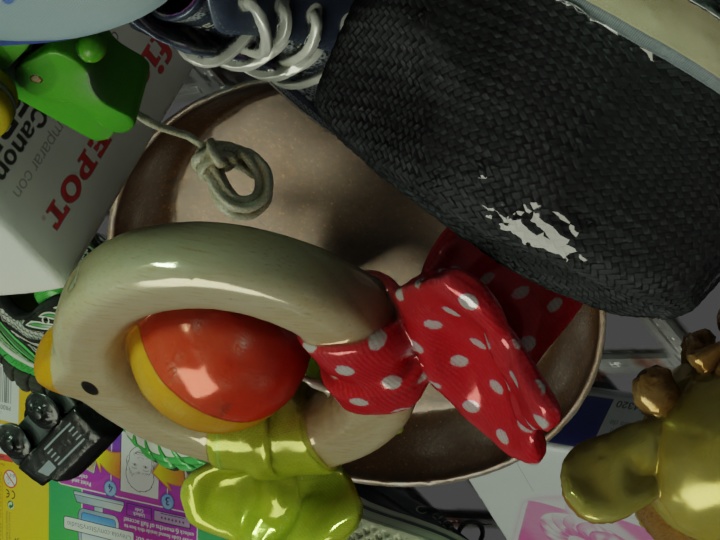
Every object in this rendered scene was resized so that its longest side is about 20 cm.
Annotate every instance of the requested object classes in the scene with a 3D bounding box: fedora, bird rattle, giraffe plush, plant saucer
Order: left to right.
[{"bbox_3d":[-0.026,0.038,0.806,0.163,0.113,0.200,22,154,-20],"label":"bird rattle"},{"bbox_3d":[0.000,0.000,0.909,0.200,0.035,0.201,9,130,10],"label":"plant saucer"},{"bbox_3d":[0.058,-0.048,0.707,0.200,0.092,0.201,31,178,1],"label":"fedora"},{"bbox_3d":[0.158,0.098,0.843,0.162,0.172,0.200,45,136,9],"label":"giraffe plush"}]

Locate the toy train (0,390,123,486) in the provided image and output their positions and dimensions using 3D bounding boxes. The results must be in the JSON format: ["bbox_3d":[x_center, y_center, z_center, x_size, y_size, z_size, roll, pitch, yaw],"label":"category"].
[{"bbox_3d":[-0.095,0.036,1.008,0.046,0.034,0.200,47,127,2],"label":"toy train"}]

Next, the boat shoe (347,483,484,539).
[{"bbox_3d":[0.028,0.148,1.137,0.200,0.062,0.075,27,111,31],"label":"boat shoe"}]

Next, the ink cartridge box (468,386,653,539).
[{"bbox_3d":[0.156,0.127,1.037,0.196,0.043,0.200,6,143,36],"label":"ink cartridge box"}]

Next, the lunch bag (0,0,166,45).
[{"bbox_3d":[-0.094,-0.155,0.614,0.160,0.200,0.083,3,146,21],"label":"lunch bag"}]

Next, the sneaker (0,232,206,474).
[{"bbox_3d":[-0.108,0.031,1.069,0.200,0.078,0.085,15,147,32],"label":"sneaker"}]

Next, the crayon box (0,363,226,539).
[{"bbox_3d":[-0.109,0.107,1.154,0.200,0.058,0.119,9,102,33],"label":"crayon box"}]

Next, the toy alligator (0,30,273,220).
[{"bbox_3d":[-0.104,-0.074,0.719,0.200,0.059,0.054,24,145,-17],"label":"toy alligator"}]

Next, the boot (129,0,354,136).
[{"bbox_3d":[-0.033,-0.085,0.771,0.073,0.090,0.200,-34,113,33],"label":"boot"}]

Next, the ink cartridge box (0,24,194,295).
[{"bbox_3d":[-0.156,-0.107,0.815,0.083,0.147,0.200,-3,140,43],"label":"ink cartridge box"}]
